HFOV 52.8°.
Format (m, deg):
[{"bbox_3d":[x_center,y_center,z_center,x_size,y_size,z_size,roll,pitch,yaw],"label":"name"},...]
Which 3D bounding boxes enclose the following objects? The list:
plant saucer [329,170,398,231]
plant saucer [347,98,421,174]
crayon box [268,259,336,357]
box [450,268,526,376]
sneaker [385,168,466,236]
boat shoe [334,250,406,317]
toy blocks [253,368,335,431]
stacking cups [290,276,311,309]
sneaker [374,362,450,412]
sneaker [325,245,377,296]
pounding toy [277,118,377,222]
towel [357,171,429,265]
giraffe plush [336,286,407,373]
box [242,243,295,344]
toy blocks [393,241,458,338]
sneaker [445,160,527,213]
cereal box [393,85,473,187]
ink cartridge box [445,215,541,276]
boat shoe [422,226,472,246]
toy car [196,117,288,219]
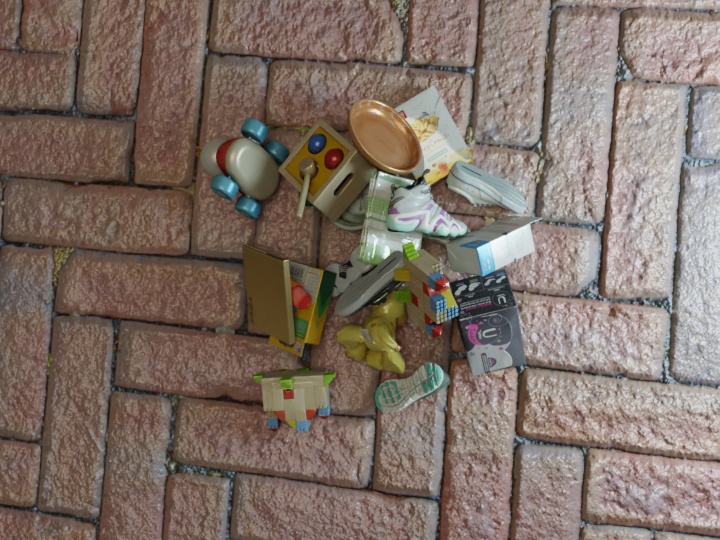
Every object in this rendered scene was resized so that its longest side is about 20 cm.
[{"bbox_3d":[0.008,-0.180,1.689,0.197,0.050,0.204,-12,65,27],"label":"plant saucer"},{"bbox_3d":[0.049,-0.293,1.619,0.202,0.199,0.037,54,132,6],"label":"plant saucer"},{"bbox_3d":[-0.136,0.089,1.690,0.124,0.051,0.204,14,90,43],"label":"crayon box"},{"bbox_3d":[0.277,0.118,1.577,0.129,0.202,0.116,-14,43,6],"label":"box"},{"bbox_3d":[0.151,-0.148,1.574,0.196,0.077,0.143,4,91,-28],"label":"sneaker"},{"bbox_3d":[0.035,0.044,1.568,0.199,0.073,0.071,-38,122,13],"label":"boat shoe"},{"bbox_3d":[-0.149,0.310,1.696,0.195,0.100,0.140,-4,97,6],"label":"toy blocks"},{"bbox_3d":[-0.183,0.023,1.682,0.199,0.060,0.061,36,93,35],"label":"stacking cups"},{"bbox_3d":[0.123,0.276,1.666,0.198,0.091,0.079,-26,66,30],"label":"sneaker"},{"bbox_3d":[0.000,0.000,1.692,0.199,0.114,0.076,-36,69,41],"label":"sneaker"},{"bbox_3d":[-0.091,-0.213,1.644,0.201,0.142,0.184,-49,54,3],"label":"pounding toy"},{"bbox_3d":[0.078,-0.106,1.597,0.146,0.031,0.205,11,84,-20],"label":"towel"},{"bbox_3d":[0.048,0.115,1.653,0.170,0.201,0.164,20,61,11],"label":"giraffe plush"},{"bbox_3d":[-0.210,0.053,1.657,0.162,0.021,0.204,19,119,44],"label":"box"},{"bbox_3d":[0.148,0.055,1.509,0.098,0.137,0.204,-20,123,-21],"label":"toy blocks"},{"bbox_3d":[0.287,-0.180,1.670,0.197,0.074,0.071,29,132,-4],"label":"sneaker"},{"bbox_3d":[0.158,-0.308,1.700,0.142,0.040,0.203,-29,84,6],"label":"cereal box"},{"bbox_3d":[0.302,-0.058,1.606,0.197,0.115,0.069,-23,107,-26],"label":"ink cartridge box"},{"bbox_3d":[0.162,-0.099,1.673,0.197,0.073,0.075,29,87,1],"label":"boat shoe"},{"bbox_3d":[-0.306,-0.252,1.725,0.197,0.177,0.187,18,76,36],"label":"toy car"}]
